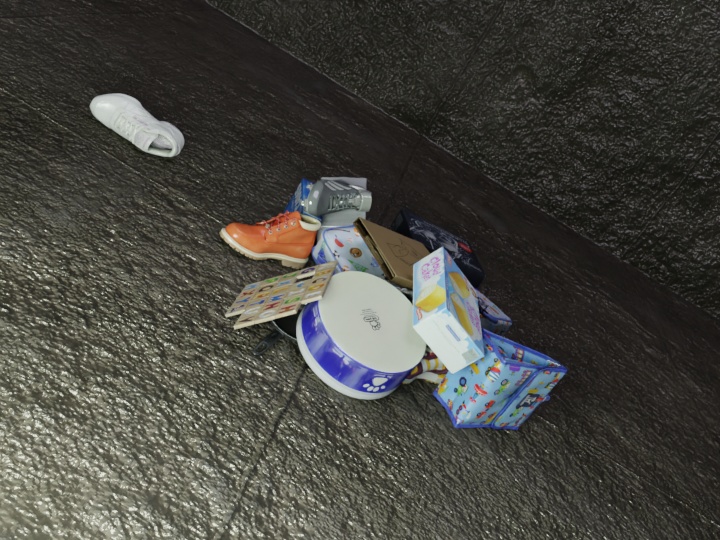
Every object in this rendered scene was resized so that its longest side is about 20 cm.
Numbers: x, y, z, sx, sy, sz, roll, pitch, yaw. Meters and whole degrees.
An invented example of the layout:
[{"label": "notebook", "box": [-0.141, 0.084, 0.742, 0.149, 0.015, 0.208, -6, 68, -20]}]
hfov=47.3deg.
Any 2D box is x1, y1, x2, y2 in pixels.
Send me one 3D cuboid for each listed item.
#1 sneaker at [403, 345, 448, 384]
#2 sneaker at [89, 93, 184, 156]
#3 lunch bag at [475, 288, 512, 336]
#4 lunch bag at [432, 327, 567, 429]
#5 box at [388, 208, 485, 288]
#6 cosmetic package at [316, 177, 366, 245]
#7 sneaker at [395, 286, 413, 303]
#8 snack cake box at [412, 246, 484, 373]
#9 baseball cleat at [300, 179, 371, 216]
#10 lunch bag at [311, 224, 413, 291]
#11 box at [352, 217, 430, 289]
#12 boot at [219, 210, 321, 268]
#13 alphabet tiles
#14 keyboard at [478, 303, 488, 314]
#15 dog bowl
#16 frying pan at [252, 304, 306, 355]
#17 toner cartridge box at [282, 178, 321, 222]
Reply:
[{"label": "sneaker", "box": [0.110, 0.145, 1.440, 0.200, 0.090, 0.075, 9, 30, -47]}, {"label": "sneaker", "box": [-0.451, -0.294, 1.664, 0.200, 0.075, 0.100, 26, 20, -17]}, {"label": "lunch bag", "box": [0.229, 0.078, 1.733, 0.160, 0.076, 0.200, 46, 10, 25]}, {"label": "lunch bag", "box": [0.255, 0.203, 1.431, 0.200, 0.151, 0.094, 17, 25, -35]}, {"label": "box", "box": [0.167, -0.029, 1.913, 0.200, 0.104, 0.182, 25, 22, -18]}, {"label": "cosmetic package", "box": [-0.039, -0.119, 1.739, 0.101, 0.071, 0.200, 2, 36, 1]}, {"label": "sneaker", "box": [0.057, 0.051, 1.457, 0.200, 0.071, 0.073, 26, 57, -11]}, {"label": "snack cake box", "box": [0.145, 0.063, 1.380, 0.115, 0.067, 0.200, 49, 22, -22]}, {"label": "baseball cleat", "box": [-0.037, -0.145, 1.621, 0.106, 0.070, 0.200, 14, 21, 15]}, {"label": "lunch bag", "box": [0.000, 0.000, 1.562, 0.160, 0.076, 0.200, -13, 60, -36]}, {"label": "box", "box": [0.088, -0.018, 1.543, 0.200, 0.021, 0.164, 18, 31, -45]}, {"label": "boot", "box": [-0.165, -0.074, 1.531, 0.200, 0.107, 0.075, 10, 31, -43]}, {"label": "alphabet tiles", "box": [-0.128, 0.039, 1.286, 0.200, 0.167, 0.008, -70, 143, -70]}, {"label": "keyboard", "box": [0.172, 0.057, 1.608, 0.200, 0.104, 0.040, 53, -19, 18]}, {"label": "dog bowl", "box": [0.003, 0.101, 1.314, 0.200, 0.079, 0.200, 20, 43, -20]}, {"label": "frying pan", "box": [-0.109, 0.099, 1.316, 0.115, 0.031, 0.190, 28, 36, -14]}, {"label": "toner cartridge box", "box": [-0.122, -0.111, 1.695, 0.043, 0.095, 0.200, 25, 20, -15]}]
